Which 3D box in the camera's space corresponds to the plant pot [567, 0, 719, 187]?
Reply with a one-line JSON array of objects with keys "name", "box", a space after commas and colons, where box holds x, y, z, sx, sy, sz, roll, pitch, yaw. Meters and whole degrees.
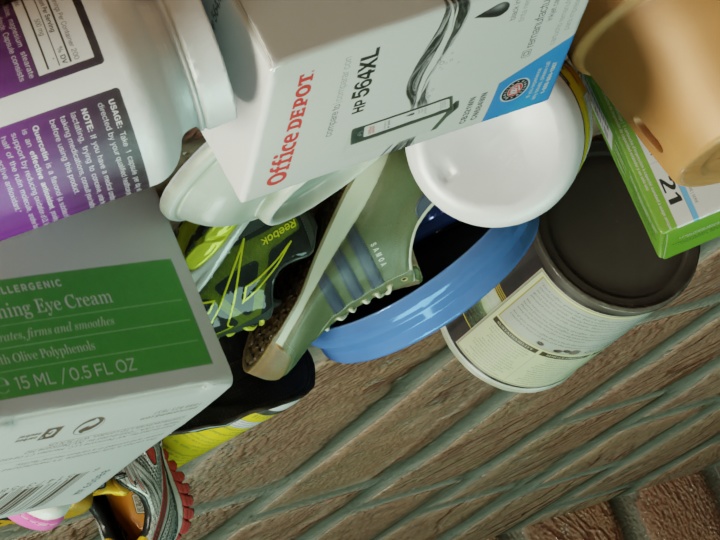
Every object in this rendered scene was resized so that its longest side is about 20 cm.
[{"name": "plant pot", "box": [0.237, -0.145, 1.535, 0.200, 0.140, 0.200, -22, 167, -5]}]

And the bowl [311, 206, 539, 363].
[{"name": "bowl", "box": [0.042, -0.004, 1.761, 0.201, 0.039, 0.201, -31, -162, 11]}]

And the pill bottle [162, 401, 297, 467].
[{"name": "pill bottle", "box": [-0.148, 0.096, 1.920, 0.200, 0.111, 0.111, -30, 164, 28]}]

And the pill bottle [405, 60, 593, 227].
[{"name": "pill bottle", "box": [0.091, -0.090, 1.526, 0.109, 0.109, 0.200, -24, -176, 10]}]

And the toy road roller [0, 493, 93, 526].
[{"name": "toy road roller", "box": [-0.286, 0.142, 1.761, 0.200, 0.123, 0.146, -19, 157, 30]}]

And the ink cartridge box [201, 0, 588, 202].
[{"name": "ink cartridge box", "box": [0.013, -0.130, 1.304, 0.200, 0.084, 0.146, -21, 157, -19]}]

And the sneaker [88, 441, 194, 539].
[{"name": "sneaker", "box": [-0.187, 0.133, 1.838, 0.078, 0.200, 0.082, -13, -164, 27]}]

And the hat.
[{"name": "hat", "box": [-0.127, 0.041, 1.738, 0.200, 0.081, 0.201, 0, -157, 0]}]

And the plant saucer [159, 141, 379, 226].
[{"name": "plant saucer", "box": [-0.028, -0.078, 1.470, 0.200, 0.050, 0.200, -36, 173, -5]}]

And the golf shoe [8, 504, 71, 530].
[{"name": "golf shoe", "box": [-0.212, 0.079, 1.640, 0.075, 0.200, 0.092, 18, 138, -25]}]

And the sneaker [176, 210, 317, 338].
[{"name": "sneaker", "box": [-0.101, 0.024, 1.621, 0.085, 0.074, 0.200, 28, 114, -19]}]

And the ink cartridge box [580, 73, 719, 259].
[{"name": "ink cartridge box", "box": [0.270, -0.118, 1.671, 0.200, 0.148, 0.076, -23, 165, 0]}]

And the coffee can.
[{"name": "coffee can", "box": [0.165, 0.000, 1.961, 0.146, 0.146, 0.200, -15, 165, -27]}]

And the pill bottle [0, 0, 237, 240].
[{"name": "pill bottle", "box": [-0.168, -0.079, 1.218, 0.200, 0.113, 0.112, -20, 166, -7]}]

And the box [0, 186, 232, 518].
[{"name": "box", "box": [-0.228, 0.047, 1.478, 0.199, 0.171, 0.200, -8, 158, -45]}]

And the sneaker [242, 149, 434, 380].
[{"name": "sneaker", "box": [0.000, 0.000, 1.651, 0.090, 0.067, 0.200, 22, 108, -19]}]
